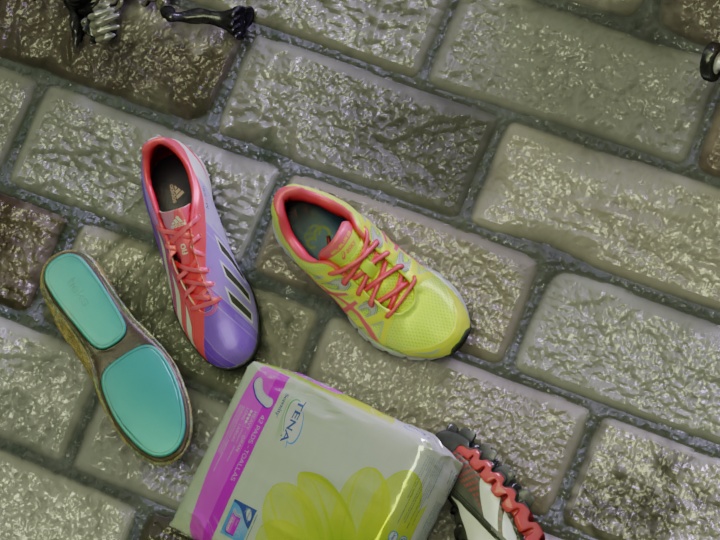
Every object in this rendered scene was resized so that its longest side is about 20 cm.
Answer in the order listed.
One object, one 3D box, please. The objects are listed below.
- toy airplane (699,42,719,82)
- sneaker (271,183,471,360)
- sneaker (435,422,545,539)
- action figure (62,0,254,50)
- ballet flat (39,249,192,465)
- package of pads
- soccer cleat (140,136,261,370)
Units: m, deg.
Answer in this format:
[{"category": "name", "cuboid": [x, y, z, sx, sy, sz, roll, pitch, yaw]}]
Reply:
[{"category": "toy airplane", "cuboid": [0.333, -0.242, 1.736, 0.199, 0.141, 0.201, -37, 83, 34]}, {"category": "sneaker", "cuboid": [0.000, 0.000, 1.773, 0.200, 0.090, 0.078, 35, 84, 17]}, {"category": "sneaker", "cuboid": [0.101, 0.212, 1.704, 0.098, 0.071, 0.201, -35, 72, -1]}, {"category": "action figure", "cuboid": [-0.192, -0.244, 1.875, 0.199, 0.102, 0.120, 4, 88, 12]}, {"category": "ballet flat", "cuboid": [-0.193, 0.073, 1.811, 0.071, 0.071, 0.200, -34, 75, 2]}, {"category": "package of pads", "cuboid": [-0.033, 0.169, 1.720, 0.199, 0.068, 0.155, 23, 84, 37]}, {"category": "soccer cleat", "cuboid": [-0.136, -0.015, 1.816, 0.068, 0.073, 0.201, -20, 72, 7]}]
